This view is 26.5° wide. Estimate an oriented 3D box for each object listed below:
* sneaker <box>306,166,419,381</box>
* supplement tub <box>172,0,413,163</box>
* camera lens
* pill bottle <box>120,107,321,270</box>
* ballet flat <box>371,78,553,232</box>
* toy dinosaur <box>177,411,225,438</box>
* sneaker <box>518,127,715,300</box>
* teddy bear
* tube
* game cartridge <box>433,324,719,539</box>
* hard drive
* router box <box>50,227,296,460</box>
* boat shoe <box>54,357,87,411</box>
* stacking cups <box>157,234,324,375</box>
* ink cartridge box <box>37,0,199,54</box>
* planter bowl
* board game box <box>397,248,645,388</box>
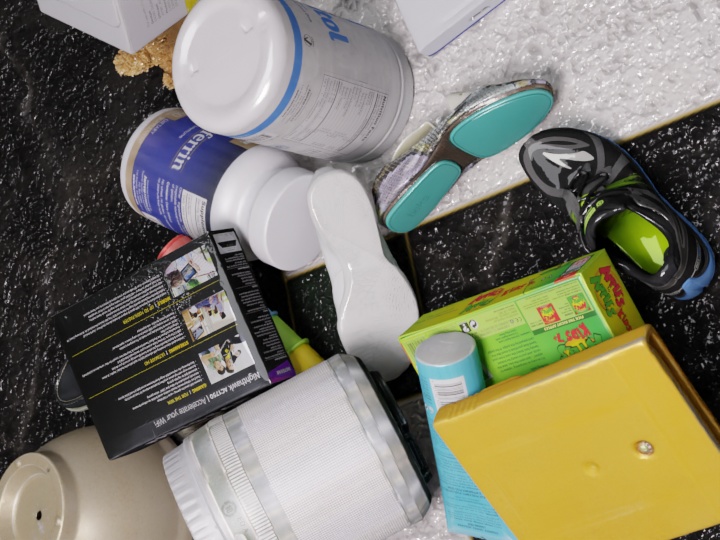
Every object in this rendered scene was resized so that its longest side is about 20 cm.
[{"bbox_3d":[0.000,0.000,1.389,0.075,0.088,0.201,-17,102,-7],"label":"sneaker"},{"bbox_3d":[-0.059,-0.173,1.370,0.131,0.200,0.133,-4,83,36],"label":"supplement tub"},{"bbox_3d":[-0.049,0.178,1.315,0.199,0.160,0.160,-27,65,-4],"label":"camera lens"},{"bbox_3d":[-0.127,-0.076,1.465,0.199,0.115,0.116,24,100,35],"label":"pill bottle"},{"bbox_3d":[0.081,-0.117,1.344,0.200,0.072,0.072,-41,63,25],"label":"ballet flat"},{"bbox_3d":[-0.167,0.118,1.483,0.077,0.102,0.201,-17,74,35],"label":"toy dinosaur"},{"bbox_3d":[0.201,-0.053,1.233,0.200,0.083,0.071,47,112,31],"label":"sneaker"},{"bbox_3d":[-0.208,-0.261,1.585,0.199,0.067,0.146,17,78,38],"label":"teddy bear"},{"bbox_3d":[0.089,0.149,1.274,0.077,0.050,0.201,12,126,39],"label":"tube"},{"bbox_3d":[0.183,0.145,1.196,0.199,0.032,0.177,-24,111,33],"label":"game cartridge"},{"bbox_3d":[0.070,-0.316,1.397,0.132,0.025,0.201,-34,66,29],"label":"hard drive"},{"bbox_3d":[-0.175,0.069,1.407,0.199,0.051,0.150,-26,84,26],"label":"router box"},{"bbox_3d":[-0.269,0.077,1.588,0.199,0.066,0.075,-39,64,28],"label":"boat shoe"},{"bbox_3d":[-0.110,0.047,1.439,0.200,0.060,0.061,42,111,14],"label":"stacking cups"},{"bbox_3d":[-0.213,-0.337,1.476,0.146,0.200,0.146,27,146,33],"label":"ink cartridge box"},{"bbox_3d":[-0.279,0.245,1.520,0.200,0.134,0.201,-12,72,40],"label":"planter bowl"},{"bbox_3d":[0.135,0.063,1.250,0.200,0.048,0.102,-22,102,42],"label":"board game box"}]
